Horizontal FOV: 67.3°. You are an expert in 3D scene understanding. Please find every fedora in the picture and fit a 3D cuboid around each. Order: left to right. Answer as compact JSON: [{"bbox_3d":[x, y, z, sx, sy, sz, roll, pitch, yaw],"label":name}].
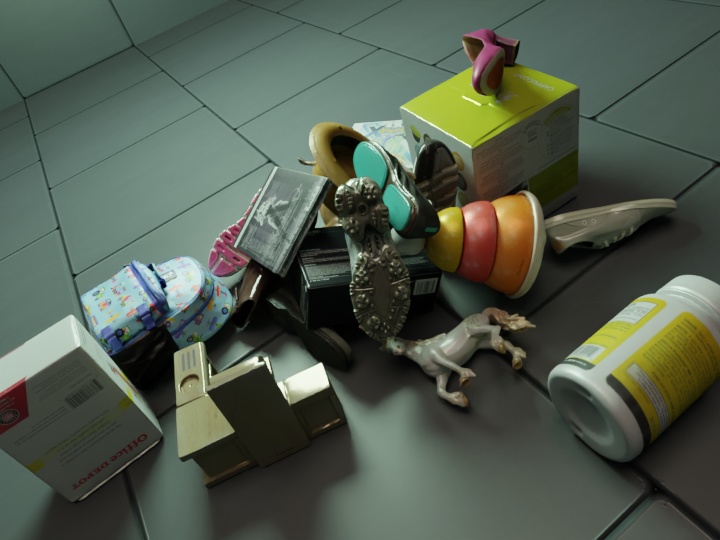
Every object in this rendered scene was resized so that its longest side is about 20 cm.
[{"bbox_3d":[-0.012,-0.138,0.849,0.082,0.199,0.203,-42,28,35],"label":"fedora"}]

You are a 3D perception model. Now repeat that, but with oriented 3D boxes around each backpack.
[{"bbox_3d":[-0.315,0.057,0.867,0.198,0.136,0.182,-34,42,-13],"label":"backpack"}]

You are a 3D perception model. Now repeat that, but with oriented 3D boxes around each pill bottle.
[{"bbox_3d":[0.312,0.099,0.586,0.198,0.116,0.114,-34,43,-14],"label":"pill bottle"}]

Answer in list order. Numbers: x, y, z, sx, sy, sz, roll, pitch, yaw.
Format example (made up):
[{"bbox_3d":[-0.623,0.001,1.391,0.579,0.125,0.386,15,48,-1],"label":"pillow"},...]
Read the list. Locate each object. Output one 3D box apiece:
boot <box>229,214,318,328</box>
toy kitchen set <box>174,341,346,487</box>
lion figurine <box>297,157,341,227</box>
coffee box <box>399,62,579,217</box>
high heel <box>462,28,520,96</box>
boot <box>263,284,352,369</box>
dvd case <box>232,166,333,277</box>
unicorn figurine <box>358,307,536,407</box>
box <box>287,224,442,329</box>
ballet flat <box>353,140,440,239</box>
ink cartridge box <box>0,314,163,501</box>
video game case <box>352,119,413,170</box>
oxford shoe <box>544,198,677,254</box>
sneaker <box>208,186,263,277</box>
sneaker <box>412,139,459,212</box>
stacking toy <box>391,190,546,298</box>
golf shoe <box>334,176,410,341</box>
[{"bbox_3d":[-0.137,-0.013,0.861,0.200,0.071,0.168,-47,20,44],"label":"boot"},{"bbox_3d":[-0.151,0.129,0.704,0.197,0.165,0.182,-23,41,-4],"label":"toy kitchen set"},{"bbox_3d":[-0.050,-0.113,0.929,0.072,0.203,0.122,-27,7,-25],"label":"lion figurine"},{"bbox_3d":[0.209,-0.193,0.874,0.198,0.200,0.200,-30,42,-11],"label":"coffee box"},{"bbox_3d":[0.172,-0.312,0.811,0.094,0.069,0.200,16,36,19],"label":"high heel"},{"bbox_3d":[-0.049,0.053,0.823,0.130,0.069,0.199,-35,44,-25],"label":"boot"},{"bbox_3d":[-0.124,-0.081,0.821,0.199,0.016,0.151,24,86,55],"label":"dvd case"},{"bbox_3d":[0.117,0.104,0.702,0.196,0.075,0.137,-17,29,-18],"label":"unicorn figurine"},{"bbox_3d":[0.000,0.000,0.798,0.196,0.080,0.142,-6,40,-18],"label":"box"},{"bbox_3d":[0.049,-0.105,0.730,0.067,0.069,0.202,9,37,-31],"label":"ballet flat"},{"bbox_3d":[-0.379,0.185,0.711,0.144,0.202,0.083,-34,40,-16],"label":"ink cartridge box"},{"bbox_3d":[0.048,-0.262,1.147,0.196,0.022,0.184,3,47,24],"label":"video game case"},{"bbox_3d":[0.361,-0.064,0.788,0.196,0.075,0.059,-12,82,-2],"label":"oxford shoe"},{"bbox_3d":[-0.206,-0.064,0.999,0.073,0.087,0.202,33,70,-4],"label":"sneaker"},{"bbox_3d":[0.104,-0.116,0.841,0.074,0.203,0.116,-19,32,-7],"label":"sneaker"},{"bbox_3d":[0.138,-0.044,0.743,0.195,0.148,0.148,6,42,-5],"label":"stacking toy"},{"bbox_3d":[0.018,-0.017,0.693,0.077,0.205,0.097,-9,7,0],"label":"golf shoe"}]
